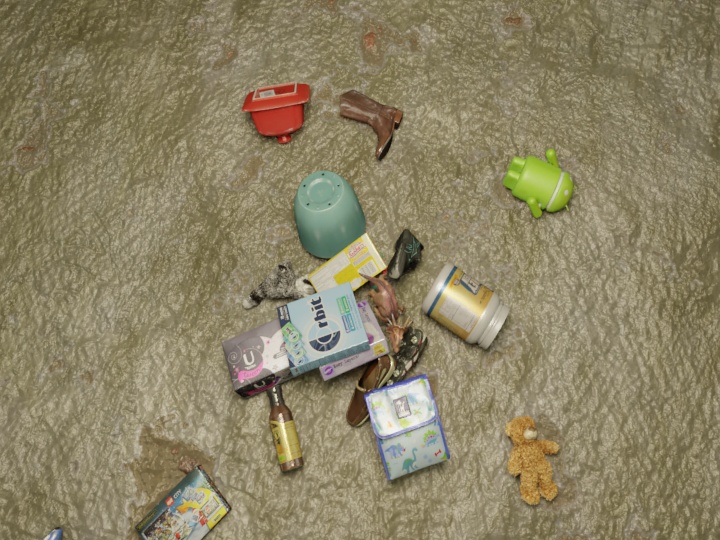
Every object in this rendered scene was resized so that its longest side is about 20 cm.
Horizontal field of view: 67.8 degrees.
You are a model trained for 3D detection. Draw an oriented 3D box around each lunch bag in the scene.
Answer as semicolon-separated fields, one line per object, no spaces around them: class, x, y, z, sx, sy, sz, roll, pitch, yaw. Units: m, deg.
lunch bag;0.110;0.373;1.298;0.164;0.127;0.208;-16;91;-5

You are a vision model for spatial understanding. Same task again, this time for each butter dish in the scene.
butter dish;-0.233;-0.445;1.550;0.191;0.153;0.202;-8;32;-1

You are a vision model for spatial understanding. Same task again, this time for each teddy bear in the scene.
teddy bear;0.423;0.464;1.315;0.139;0.067;0.209;5;75;0

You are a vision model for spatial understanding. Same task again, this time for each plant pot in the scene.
plant pot;-0.090;-0.164;1.429;0.192;0.163;0.208;-4;61;6

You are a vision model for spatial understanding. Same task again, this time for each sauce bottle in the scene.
sauce bottle;-0.195;0.396;1.351;0.062;0.065;0.207;-16;73;-3

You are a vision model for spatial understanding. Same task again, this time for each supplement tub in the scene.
supplement tub;0.270;0.093;1.381;0.196;0.145;0.147;33;77;10

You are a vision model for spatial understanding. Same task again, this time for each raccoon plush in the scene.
raccoon plush;-0.207;0.070;1.450;0.199;0.097;0.135;-42;89;20

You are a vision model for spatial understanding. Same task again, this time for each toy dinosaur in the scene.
toy dinosaur;0.070;0.086;1.318;0.084;0.136;0.205;-27;105;-1

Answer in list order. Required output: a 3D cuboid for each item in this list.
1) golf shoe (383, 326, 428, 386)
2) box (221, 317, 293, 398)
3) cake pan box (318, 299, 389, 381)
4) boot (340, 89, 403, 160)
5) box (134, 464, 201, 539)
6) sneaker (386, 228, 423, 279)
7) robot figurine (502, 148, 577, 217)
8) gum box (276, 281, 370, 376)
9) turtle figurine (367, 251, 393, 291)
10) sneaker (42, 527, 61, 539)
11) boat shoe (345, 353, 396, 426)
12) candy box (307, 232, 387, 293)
golf shoe;0.107;0.242;1.378;0.203;0.087;0.077;-54;50;12
box;-0.236;0.219;1.366;0.194;0.116;0.136;-22;67;-4
cake pan box;-0.036;0.170;1.361;0.178;0.054;0.201;-20;30;-4
boot;0.010;-0.432;1.574;0.194;0.065;0.191;24;63;4
box;-0.432;0.605;1.310;0.199;0.038;0.137;-43;78;-10
sneaker;0.125;-0.038;1.421;0.078;0.076;0.202;32;38;-7
robot figurine;0.497;-0.239;1.482;0.194;0.116;0.180;25;74;8
gum box;-0.092;0.138;1.290;0.193;0.045;0.174;-18;56;-4
turtle figurine;0.000;0.000;1.442;0.196;0.101;0.153;-32;73;0
sneaker;-0.718;0.720;1.274;0.085;0.079;0.209;-2;82;-7
boat shoe;0.009;0.293;1.339;0.074;0.074;0.208;32;98;43
candy box;-0.034;0.003;1.387;0.197;0.026;0.104;-34;85;14
